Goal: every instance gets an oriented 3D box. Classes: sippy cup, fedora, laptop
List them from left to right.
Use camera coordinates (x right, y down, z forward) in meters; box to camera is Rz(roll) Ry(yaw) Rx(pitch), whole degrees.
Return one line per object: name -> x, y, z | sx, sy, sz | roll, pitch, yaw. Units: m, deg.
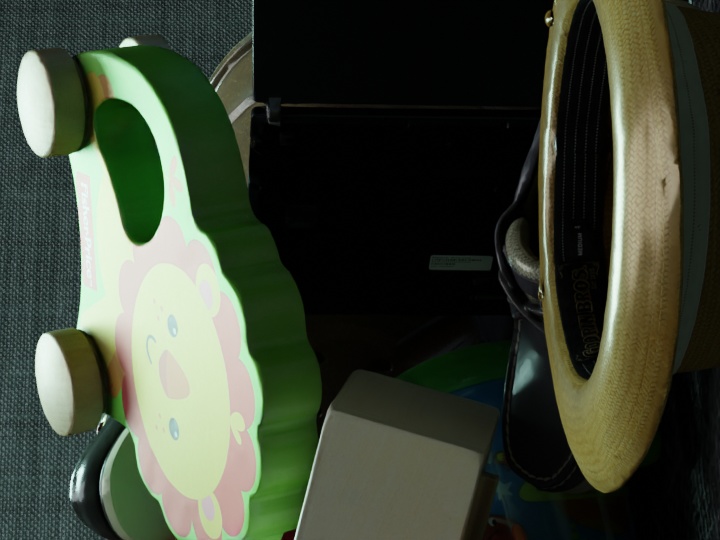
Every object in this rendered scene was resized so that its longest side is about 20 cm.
laptop -> 0.040, -0.080, 0.908 | 0.201, 0.176, 0.104 | 96, 173, -50
sippy cup -> 0.066, 0.122, 0.949 | 0.178, 0.139, 0.131 | 74, 179, -52
fedora -> 0.105, -0.026, 0.688 | 0.201, 0.081, 0.203 | 180, 90, -87

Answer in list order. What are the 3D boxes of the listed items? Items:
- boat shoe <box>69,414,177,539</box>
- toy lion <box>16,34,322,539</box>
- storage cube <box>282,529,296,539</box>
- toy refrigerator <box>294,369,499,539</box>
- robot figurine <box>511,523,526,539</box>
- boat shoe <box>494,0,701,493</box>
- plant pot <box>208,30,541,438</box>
boat shoe -> -0.097, 0.090, 1.079 | 0.201, 0.063, 0.074 | -37, -61, -69
toy lion -> -0.074, 0.011, 0.905 | 0.191, 0.068, 0.202 | 20, 116, 58
storage cube -> -0.076, 0.238, 1.030 | 0.171, 0.178, 0.201 | 88, 170, -62
toy refrigerator -> 0.001, 0.149, 0.864 | 0.076, 0.069, 0.202 | -47, -29, -78
robot figurine -> 0.080, 0.201, 0.812 | 0.144, 0.116, 0.202 | -44, -44, -74
boat shoe -> 0.082, -0.006, 0.828 | 0.072, 0.064, 0.201 | 35, 120, 40
plant pot -> 0.000, 0.000, 1.074 | 0.199, 0.198, 0.201 | -80, -5, -54
